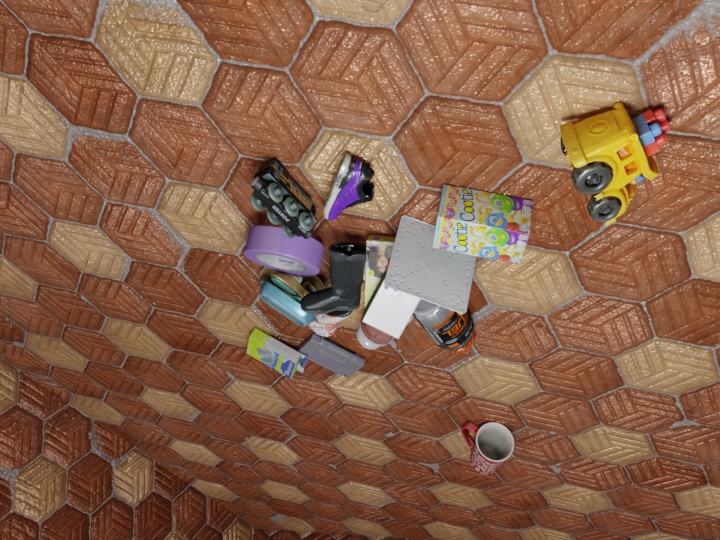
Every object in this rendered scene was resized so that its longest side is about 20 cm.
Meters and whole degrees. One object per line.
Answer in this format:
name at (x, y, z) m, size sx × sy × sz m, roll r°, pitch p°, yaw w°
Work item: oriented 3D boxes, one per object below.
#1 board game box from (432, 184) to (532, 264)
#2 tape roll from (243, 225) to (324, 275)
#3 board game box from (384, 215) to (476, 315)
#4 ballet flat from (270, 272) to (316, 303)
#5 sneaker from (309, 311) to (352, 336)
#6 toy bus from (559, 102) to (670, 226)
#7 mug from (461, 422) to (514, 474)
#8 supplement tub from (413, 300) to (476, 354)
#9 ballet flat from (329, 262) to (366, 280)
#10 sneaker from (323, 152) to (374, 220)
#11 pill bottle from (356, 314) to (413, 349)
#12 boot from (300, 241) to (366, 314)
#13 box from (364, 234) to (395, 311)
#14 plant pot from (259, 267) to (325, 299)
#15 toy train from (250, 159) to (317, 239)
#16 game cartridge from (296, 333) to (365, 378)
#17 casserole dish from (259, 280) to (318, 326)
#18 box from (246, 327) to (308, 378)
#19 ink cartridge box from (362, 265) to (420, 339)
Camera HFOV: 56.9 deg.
board game box at (0.267, -0.103, 1.464) m, size 0.196 × 0.106 × 0.104 m, roll 11°, pitch 143°, yaw 7°
tape roll at (-0.193, -0.048, 1.685) m, size 0.197 × 0.067 × 0.200 m, roll 13°, pitch 167°, yaw 3°
board game box at (0.165, -0.012, 1.538) m, size 0.197 × 0.202 × 0.026 m, roll 19°, pitch 148°, yaw -4°
ballet flat at (-0.171, 0.047, 1.815) m, size 0.068 × 0.064 × 0.200 m, roll 18°, pitch 159°, yaw 42°
sneaker at (-0.080, 0.139, 1.943) m, size 0.199 × 0.068 × 0.108 m, roll -9°, pitch 138°, yaw 35°
toy bus at (0.489, -0.209, 1.241) m, size 0.190 × 0.137 × 0.200 m, roll -25°, pitch 131°, yaw 21°
mug at (0.443, 0.613, 2.329) m, size 0.132 × 0.179 × 0.201 m, roll -19°, pitch 149°, yaw -13°
supplement tub at (0.223, 0.127, 1.761) m, size 0.121 × 0.124 × 0.200 m, roll -12°, pitch 136°, yaw 33°
ballet flat at (0.000, 0.000, 1.730) m, size 0.198 × 0.073 × 0.072 m, roll -12°, pitch 135°, yaw 33°
sneaker at (-0.021, -0.172, 1.516) m, size 0.098 × 0.070 × 0.201 m, roll 19°, pitch 144°, yaw -7°
pill bottle at (0.063, 0.141, 1.849) m, size 0.111 × 0.113 × 0.200 m, roll 24°, pitch 143°, yaw -10°
boot at (-0.069, 0.019, 1.656) m, size 0.162 × 0.066 × 0.202 m, roll -7°, pitch 140°, yaw -12°
box at (0.049, 0.016, 1.663) m, size 0.074 × 0.050 × 0.203 m, roll 3°, pitch 111°, yaw 8°
plant pot at (-0.189, 0.035, 1.883) m, size 0.196 × 0.028 × 0.202 m, roll 10°, pitch 142°, yaw 8°
toy train at (-0.175, -0.164, 1.549) m, size 0.084 × 0.115 × 0.200 m, roll -20°, pitch 131°, yaw 34°
game cartridge at (-0.095, 0.276, 2.152) m, size 0.198 × 0.039 × 0.130 m, roll 29°, pitch 138°, yaw -15°
casserole dish at (-0.209, 0.099, 1.864) m, size 0.199 × 0.039 × 0.121 m, roll 36°, pitch 164°, yaw -4°
box at (-0.276, 0.278, 2.182) m, size 0.198 × 0.048 × 0.123 m, roll 29°, pitch 144°, yaw 4°
ink cartridge box at (0.093, 0.054, 1.614) m, size 0.103 × 0.059 × 0.202 m, roll 26°, pitch 110°, yaw -6°
